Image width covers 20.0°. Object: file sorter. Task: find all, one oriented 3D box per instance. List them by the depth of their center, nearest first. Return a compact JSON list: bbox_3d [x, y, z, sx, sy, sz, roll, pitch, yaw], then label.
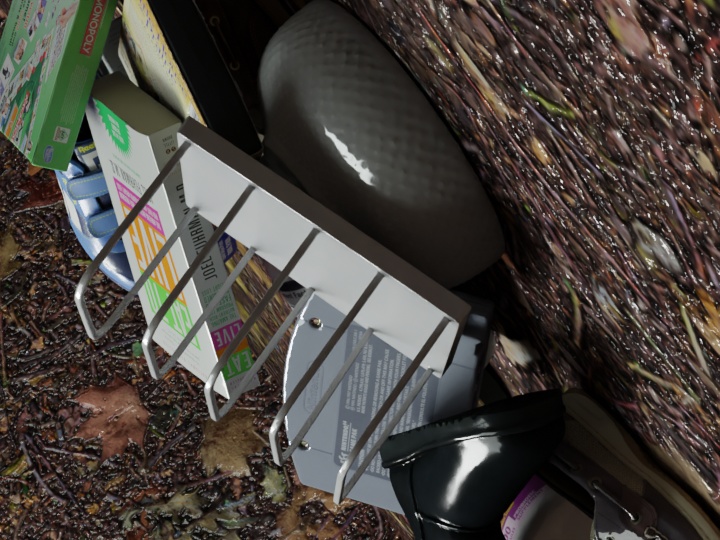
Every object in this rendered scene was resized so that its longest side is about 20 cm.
[{"bbox_3d":[-0.054,0.032,1.222,0.199,0.125,0.139,33,166,7],"label":"file sorter"}]

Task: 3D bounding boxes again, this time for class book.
[{"bbox_3d":[-0.127,-0.025,1.395,0.134,0.048,0.201,37,146,58],"label":"book"}]

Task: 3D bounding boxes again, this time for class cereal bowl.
[{"bbox_3d":[-0.001,-0.064,1.262,0.201,0.083,0.200,52,173,9],"label":"cereal bowl"}]

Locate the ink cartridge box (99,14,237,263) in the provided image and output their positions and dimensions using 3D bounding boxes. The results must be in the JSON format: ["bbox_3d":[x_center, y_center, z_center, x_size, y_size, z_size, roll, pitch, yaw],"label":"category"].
[{"bbox_3d":[-0.133,-0.072,1.541,0.201,0.040,0.200,61,173,12],"label":"ink cartridge box"}]

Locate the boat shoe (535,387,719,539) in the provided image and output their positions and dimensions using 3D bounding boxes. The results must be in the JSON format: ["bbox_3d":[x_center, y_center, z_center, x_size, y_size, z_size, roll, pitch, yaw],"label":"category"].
[{"bbox_3d":[0.169,0.155,1.259,0.200,0.065,0.072,48,171,37],"label":"boat shoe"}]

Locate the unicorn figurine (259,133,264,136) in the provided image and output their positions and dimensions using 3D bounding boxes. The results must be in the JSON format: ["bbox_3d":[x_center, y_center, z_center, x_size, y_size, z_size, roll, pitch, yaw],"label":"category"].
[{"bbox_3d":[-0.103,-0.129,1.596,0.201,0.073,0.138,57,164,31],"label":"unicorn figurine"}]

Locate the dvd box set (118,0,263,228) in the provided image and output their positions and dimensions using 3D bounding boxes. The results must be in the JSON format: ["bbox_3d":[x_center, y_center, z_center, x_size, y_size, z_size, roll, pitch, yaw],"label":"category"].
[{"bbox_3d":[-0.115,-0.114,1.341,0.147,0.029,0.200,64,168,6],"label":"dvd box set"}]

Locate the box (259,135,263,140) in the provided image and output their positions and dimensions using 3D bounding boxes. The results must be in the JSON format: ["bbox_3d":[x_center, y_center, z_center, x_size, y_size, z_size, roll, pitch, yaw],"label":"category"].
[{"bbox_3d":[-0.134,-0.130,1.795,0.068,0.082,0.200,48,172,29],"label":"box"}]

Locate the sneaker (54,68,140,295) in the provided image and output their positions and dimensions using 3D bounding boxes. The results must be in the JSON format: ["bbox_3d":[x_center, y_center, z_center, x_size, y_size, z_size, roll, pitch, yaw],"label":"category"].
[{"bbox_3d":[-0.190,-0.068,1.506,0.201,0.074,0.082,63,170,-11],"label":"sneaker"}]

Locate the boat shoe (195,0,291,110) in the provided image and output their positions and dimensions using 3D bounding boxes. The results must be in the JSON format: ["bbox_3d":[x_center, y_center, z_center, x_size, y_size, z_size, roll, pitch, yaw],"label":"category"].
[{"bbox_3d":[-0.114,-0.199,1.397,0.200,0.070,0.070,53,169,15],"label":"boat shoe"}]

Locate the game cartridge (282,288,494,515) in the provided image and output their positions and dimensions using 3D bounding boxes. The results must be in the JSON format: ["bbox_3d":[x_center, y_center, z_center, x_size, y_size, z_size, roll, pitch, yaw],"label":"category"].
[{"bbox_3d":[0.014,0.080,1.375,0.132,0.041,0.201,14,132,7],"label":"game cartridge"}]

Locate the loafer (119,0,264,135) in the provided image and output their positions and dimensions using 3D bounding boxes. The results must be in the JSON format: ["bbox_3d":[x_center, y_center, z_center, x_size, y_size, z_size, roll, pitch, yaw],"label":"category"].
[{"bbox_3d":[-0.110,-0.177,1.474,0.200,0.068,0.076,45,180,6],"label":"loafer"}]

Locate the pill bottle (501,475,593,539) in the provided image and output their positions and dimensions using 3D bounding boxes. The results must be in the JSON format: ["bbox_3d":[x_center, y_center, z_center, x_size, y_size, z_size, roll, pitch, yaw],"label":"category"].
[{"bbox_3d":[0.127,0.175,1.434,0.113,0.112,0.200,56,171,-17],"label":"pill bottle"}]

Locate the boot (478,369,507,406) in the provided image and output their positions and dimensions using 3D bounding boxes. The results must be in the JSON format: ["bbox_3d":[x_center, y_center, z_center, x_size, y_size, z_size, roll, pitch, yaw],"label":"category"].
[{"bbox_3d":[0.062,0.157,1.654,0.078,0.138,0.200,47,171,36],"label":"boot"}]

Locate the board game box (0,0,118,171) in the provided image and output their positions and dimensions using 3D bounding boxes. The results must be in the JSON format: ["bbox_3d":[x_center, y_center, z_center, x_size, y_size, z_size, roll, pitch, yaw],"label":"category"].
[{"bbox_3d":[-0.207,-0.184,1.414,0.029,0.201,0.134,12,-166,-30],"label":"board game box"}]

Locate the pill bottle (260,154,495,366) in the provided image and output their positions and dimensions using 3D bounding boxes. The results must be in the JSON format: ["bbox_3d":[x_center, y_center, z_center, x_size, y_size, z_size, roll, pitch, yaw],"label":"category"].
[{"bbox_3d":[0.000,0.000,1.429,0.201,0.111,0.111,56,172,-16],"label":"pill bottle"}]

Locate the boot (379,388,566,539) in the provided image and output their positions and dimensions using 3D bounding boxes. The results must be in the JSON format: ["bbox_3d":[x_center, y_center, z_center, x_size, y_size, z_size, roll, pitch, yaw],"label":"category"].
[{"bbox_3d":[0.087,0.169,1.266,0.200,0.076,0.169,-28,79,62],"label":"boot"}]
